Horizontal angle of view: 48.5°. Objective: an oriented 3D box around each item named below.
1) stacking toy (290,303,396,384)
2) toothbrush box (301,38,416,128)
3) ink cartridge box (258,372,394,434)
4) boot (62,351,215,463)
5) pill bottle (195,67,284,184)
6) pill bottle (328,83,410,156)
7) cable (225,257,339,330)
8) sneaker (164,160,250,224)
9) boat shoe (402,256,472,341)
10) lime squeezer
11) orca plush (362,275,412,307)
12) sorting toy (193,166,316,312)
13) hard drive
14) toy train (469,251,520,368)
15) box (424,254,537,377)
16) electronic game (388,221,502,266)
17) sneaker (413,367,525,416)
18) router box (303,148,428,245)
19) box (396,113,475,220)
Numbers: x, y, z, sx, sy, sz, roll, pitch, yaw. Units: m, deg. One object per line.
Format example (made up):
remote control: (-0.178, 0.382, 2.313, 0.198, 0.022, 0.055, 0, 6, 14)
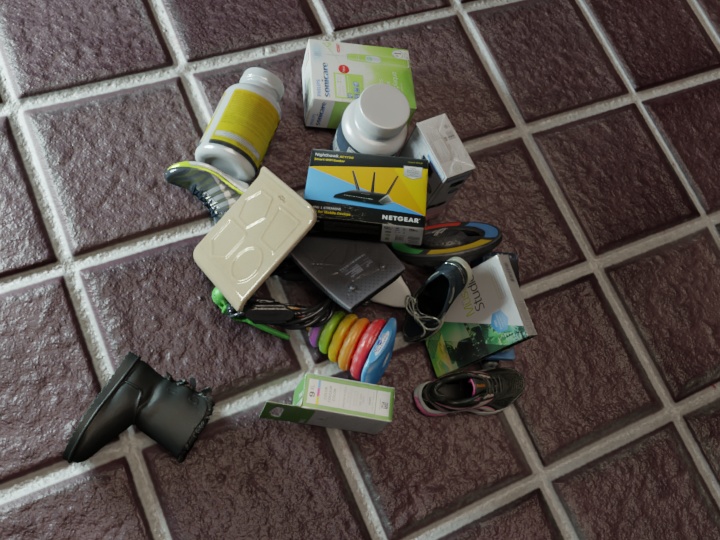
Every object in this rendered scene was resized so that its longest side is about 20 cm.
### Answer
stacking toy: (-0.044, 0.104, 1.335, 0.199, 0.110, 0.116, 25, 62, 12)
toothbrush box: (-0.005, -0.347, 1.517, 0.199, 0.086, 0.146, 3, 61, -13)
ink cartridge box: (-0.054, 0.210, 1.274, 0.199, 0.104, 0.060, 10, 66, -11)
boot: (-0.328, 0.235, 1.211, 0.162, 0.073, 0.199, 32, 63, -4)
pill bottle: (-0.206, -0.258, 1.417, 0.111, 0.112, 0.201, 23, 65, -5)
pill bottle: (0.017, -0.239, 1.422, 0.119, 0.200, 0.120, 6, 67, -13)
cable: (-0.125, 0.034, 1.324, 0.199, 0.051, 0.163, -2, 34, -11)
sneaker: (-0.246, -0.124, 1.377, 0.199, 0.074, 0.081, 22, 69, -3)
boat shoe: (0.115, 0.059, 1.327, 0.062, 0.200, 0.075, -29, 73, -43)
lime squeezer: (-0.205, 0.054, 1.341, 0.200, 0.038, 0.071, 50, 34, 8)
orca plush: (0.000, 0.000, 1.412, 0.199, 0.071, 0.106, 15, 110, -4)
sorting toy: (-0.170, -0.051, 1.289, 0.200, 0.036, 0.185, -52, 45, 2)
hard drive: (-0.038, -0.027, 1.309, 0.135, 0.042, 0.200, -35, 65, -25)
toy train: (0.231, 0.066, 1.404, 0.086, 0.114, 0.201, 5, 67, -13)
box: (0.187, 0.079, 1.347, 0.036, 0.200, 0.145, 1, 64, -46)
electronic game: (0.148, -0.051, 1.399, 0.199, 0.200, 0.042, -16, 109, -20)
sneaker: (0.196, 0.205, 1.354, 0.199, 0.086, 0.081, -10, 73, -19)
router box: (0.009, -0.123, 1.319, 0.199, 0.051, 0.150, 5, 55, 0)
box: (0.120, -0.175, 1.425, 0.060, 0.200, 0.117, -22, 78, -21)
